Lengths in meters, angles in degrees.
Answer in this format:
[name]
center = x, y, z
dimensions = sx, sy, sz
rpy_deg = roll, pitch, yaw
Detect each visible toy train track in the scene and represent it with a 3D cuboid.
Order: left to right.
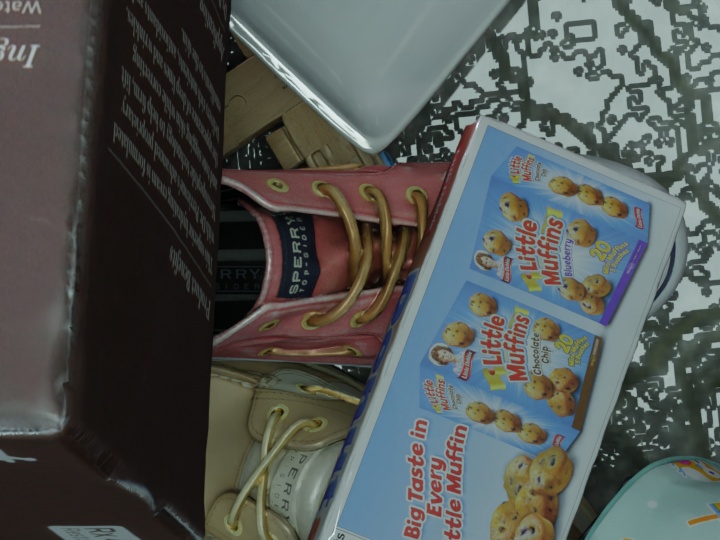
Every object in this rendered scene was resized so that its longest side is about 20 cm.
[toy train track]
center = 0.002, -0.031, 0.995
dimensions = 0.115, 0.033, 0.200
rpy_deg = -32, 80, 14

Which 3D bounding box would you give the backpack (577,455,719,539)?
[backpack]
center = 0.115, 0.166, 0.927
dimensions = 0.153, 0.176, 0.200
rpy_deg = 17, 83, 33

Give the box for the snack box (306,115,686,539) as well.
[snack box]
center = 0.032, 0.058, 0.883
dimensions = 0.072, 0.024, 0.200
rpy_deg = 23, 78, -7

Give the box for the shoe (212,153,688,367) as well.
[shoe]
center = 0.000, 0.000, 0.931
dimensions = 0.199, 0.091, 0.072
rpy_deg = -3, 89, 16

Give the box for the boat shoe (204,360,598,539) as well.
[boat shoe]
center = -0.011, 0.070, 0.987
dimensions = 0.199, 0.069, 0.074
rpy_deg = 17, 92, 1

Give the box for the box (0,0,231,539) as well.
[box]
center = -0.133, -0.034, 0.827
dimensions = 0.164, 0.166, 0.201
rpy_deg = 0, 74, 9

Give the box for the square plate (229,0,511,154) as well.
[square plate]
center = -0.012, -0.165, 0.972
dimensions = 0.198, 0.028, 0.200
rpy_deg = 41, 67, 1
